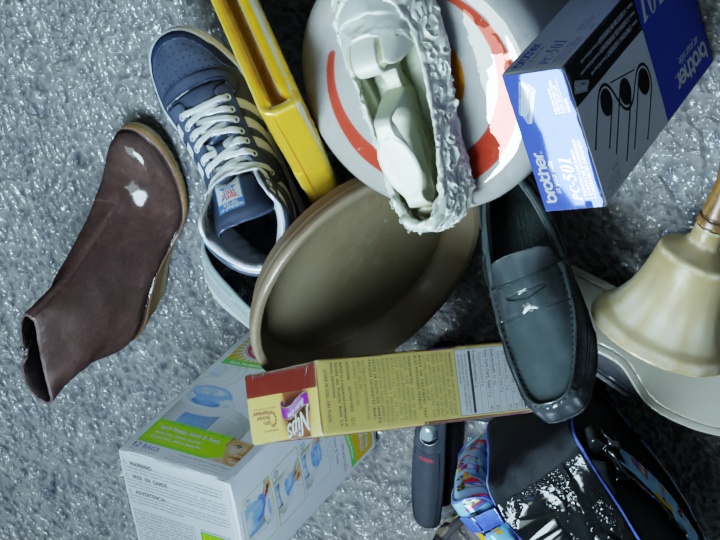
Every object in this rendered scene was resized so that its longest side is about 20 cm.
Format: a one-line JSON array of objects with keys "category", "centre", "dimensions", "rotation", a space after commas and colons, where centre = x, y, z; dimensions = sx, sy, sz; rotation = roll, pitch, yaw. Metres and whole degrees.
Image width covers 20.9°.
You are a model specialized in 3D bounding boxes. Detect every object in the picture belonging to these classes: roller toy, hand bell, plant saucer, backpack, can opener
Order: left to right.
[{"category": "plant saucer", "centre": [0.000, 0.000, 1.418], "dimensions": [0.029, 0.200, 0.200], "rotation": [49, 142, 33]}, {"category": "can opener", "centre": [0.065, 0.135, 1.563], "dimensions": [0.079, 0.063, 0.200], "rotation": [28, 133, 21]}, {"category": "roller toy", "centre": [0.064, -0.147, 1.309], "dimensions": [0.182, 0.140, 0.200], "rotation": [-25, 100, 34]}, {"category": "backpack", "centre": [0.176, 0.193, 1.440], "dimensions": [0.134, 0.183, 0.200], "rotation": [-35, 102, 13]}, {"category": "hand bell", "centre": [0.239, -0.040, 1.310], "dimensions": [0.104, 0.104, 0.200], "rotation": [28, 116, 16]}]

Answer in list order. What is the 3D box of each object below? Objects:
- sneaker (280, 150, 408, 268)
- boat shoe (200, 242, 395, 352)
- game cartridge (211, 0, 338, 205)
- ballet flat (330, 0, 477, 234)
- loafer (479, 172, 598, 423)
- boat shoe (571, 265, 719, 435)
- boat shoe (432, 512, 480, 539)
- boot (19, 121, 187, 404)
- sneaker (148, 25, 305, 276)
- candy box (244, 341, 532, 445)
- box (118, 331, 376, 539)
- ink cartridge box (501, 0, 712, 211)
[{"category": "sneaker", "centre": [-0.053, -0.043, 1.514], "dimensions": [0.200, 0.073, 0.082], "rotation": [37, 136, 10]}, {"category": "boat shoe", "centre": [-0.055, 0.033, 1.543], "dimensions": [0.201, 0.070, 0.072], "rotation": [35, 166, 27]}, {"category": "game cartridge", "centre": [-0.070, -0.150, 1.359], "dimensions": [0.200, 0.032, 0.177], "rotation": [70, 177, -72]}, {"category": "ballet flat", "centre": [0.024, -0.114, 1.221], "dimensions": [0.072, 0.072, 0.200], "rotation": [-8, 108, 39]}, {"category": "loafer", "centre": [0.116, 0.011, 1.353], "dimensions": [0.068, 0.201, 0.070], "rotation": [-22, 144, 21]}, {"category": "boat shoe", "centre": [0.202, 0.055, 1.427], "dimensions": [0.200, 0.073, 0.063], "rotation": [31, 176, 7]}, {"category": "boat shoe", "centre": [0.074, 0.241, 1.586], "dimensions": [0.075, 0.073, 0.200], "rotation": [49, 162, 15]}, {"category": "boot", "centre": [-0.214, -0.005, 1.589], "dimensions": [0.072, 0.166, 0.200], "rotation": [21, 131, 22]}, {"category": "sneaker", "centre": [-0.100, -0.085, 1.411], "dimensions": [0.070, 0.109, 0.200], "rotation": [-27, 94, 12]}, {"category": "candy box", "centre": [0.032, 0.086, 1.397], "dimensions": [0.117, 0.200, 0.057], "rotation": [-16, 79, 60]}, {"category": "box", "centre": [-0.087, 0.143, 1.581], "dimensions": [0.112, 0.200, 0.102], "rotation": [12, 126, 31]}, {"category": "ink cartridge box", "centre": [0.157, -0.126, 1.212], "dimensions": [0.044, 0.200, 0.094], "rotation": [-4, 118, 33]}]
